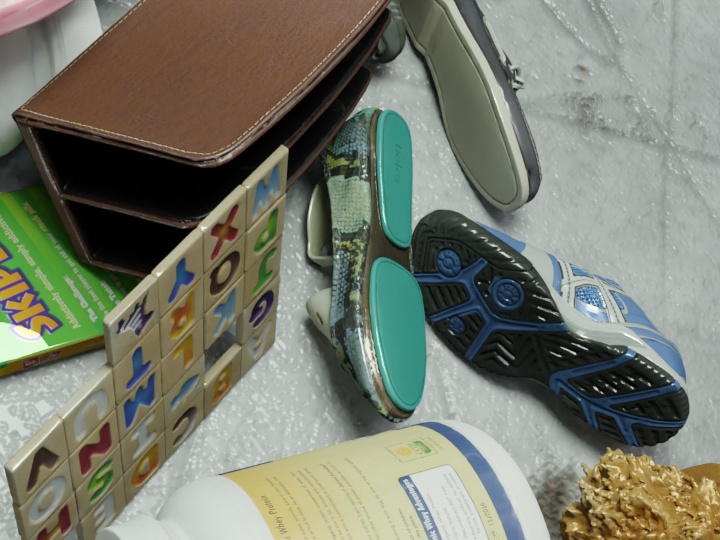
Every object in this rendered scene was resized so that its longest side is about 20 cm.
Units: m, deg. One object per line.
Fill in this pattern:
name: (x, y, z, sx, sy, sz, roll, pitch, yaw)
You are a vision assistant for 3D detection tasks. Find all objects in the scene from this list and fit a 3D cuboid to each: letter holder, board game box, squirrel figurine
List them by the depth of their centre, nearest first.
letter holder: (-0.056, -0.091, 0.728, 0.141, 0.101, 0.200, 14, 48, 31)
squirrel figurine: (0.204, 0.157, 0.739, 0.198, 0.187, 0.143, -2, 68, -24)
board game box: (-0.150, -0.006, 0.756, 0.199, 0.030, 0.096, -16, 72, -31)

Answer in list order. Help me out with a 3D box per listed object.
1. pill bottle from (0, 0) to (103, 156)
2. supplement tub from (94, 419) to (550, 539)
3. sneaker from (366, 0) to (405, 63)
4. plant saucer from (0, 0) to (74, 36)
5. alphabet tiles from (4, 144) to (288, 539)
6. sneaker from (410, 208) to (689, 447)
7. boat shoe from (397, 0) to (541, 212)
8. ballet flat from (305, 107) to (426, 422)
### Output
pill bottle: (-0.241, -0.108, 0.714, 0.198, 0.112, 0.113, -13, 72, -28)
supplement tub: (-0.019, 0.162, 0.665, 0.198, 0.144, 0.146, -10, 71, -27)
sneaker: (-0.004, -0.232, 0.901, 0.090, 0.067, 0.201, -19, 73, -27)
plant saucer: (-0.212, -0.189, 0.660, 0.198, 0.051, 0.202, 1, 50, -1)
alphabet tiles: (-0.100, 0.052, 0.673, 0.008, 0.168, 0.200, 31, 56, 16)
sneaker: (0.116, 0.029, 0.840, 0.199, 0.076, 0.077, 37, 32, -1)
boat shoe: (0.084, -0.133, 0.891, 0.062, 0.073, 0.201, -12, 67, -24)
ballet flat: (0.000, 0.000, 0.799, 0.074, 0.074, 0.202, 12, 59, -18)
